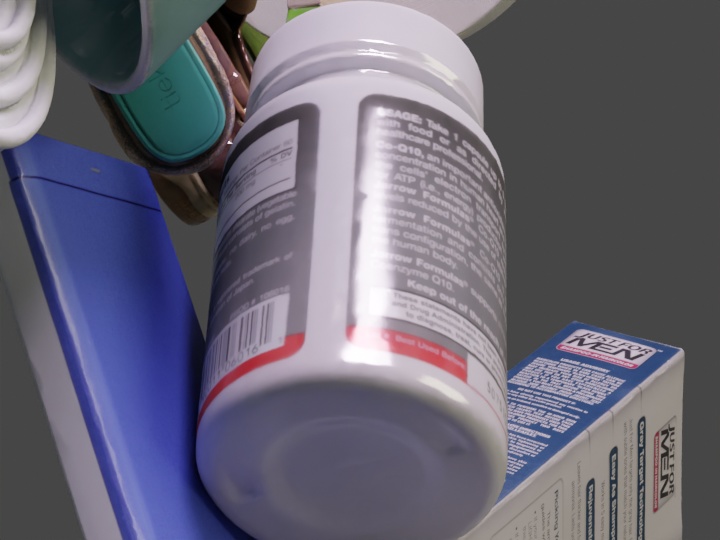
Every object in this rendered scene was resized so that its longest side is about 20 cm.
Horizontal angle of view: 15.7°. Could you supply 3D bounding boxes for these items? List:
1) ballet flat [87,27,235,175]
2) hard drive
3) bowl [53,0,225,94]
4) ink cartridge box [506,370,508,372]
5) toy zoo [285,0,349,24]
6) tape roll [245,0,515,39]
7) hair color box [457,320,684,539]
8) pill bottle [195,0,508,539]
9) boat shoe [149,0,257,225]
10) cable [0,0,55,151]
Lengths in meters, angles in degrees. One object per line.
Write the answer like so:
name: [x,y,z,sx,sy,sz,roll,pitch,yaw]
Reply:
ballet flat: [-0.112,-0.129,1.043,0.067,0.068,0.201,-145,-147,-81]
hard drive: [-0.080,0.052,0.954,0.201,0.025,0.132,71,15,11]
bowl: [-0.083,-0.175,0.924,0.201,0.105,0.201,52,-21,28]
ink cartridge box: [0.037,0.011,1.373,0.163,0.057,0.201,55,25,-39]
toy zoo: [0.000,-0.014,1.188,0.131,0.020,0.201,25,67,-53]
tape roll: [0.005,-0.201,1.254,0.204,0.202,0.037,68,16,0]
hair color box: [0.066,0.109,1.105,0.200,0.060,0.100,-32,128,-48]
pill bottle: [0.000,0.000,0.994,0.114,0.113,0.201,54,28,-41]
boat shoe: [-0.073,-0.122,1.124,0.072,0.072,0.201,35,37,-64]
cable: [-0.167,-0.125,0.817,0.200,0.069,0.201,42,30,-61]
